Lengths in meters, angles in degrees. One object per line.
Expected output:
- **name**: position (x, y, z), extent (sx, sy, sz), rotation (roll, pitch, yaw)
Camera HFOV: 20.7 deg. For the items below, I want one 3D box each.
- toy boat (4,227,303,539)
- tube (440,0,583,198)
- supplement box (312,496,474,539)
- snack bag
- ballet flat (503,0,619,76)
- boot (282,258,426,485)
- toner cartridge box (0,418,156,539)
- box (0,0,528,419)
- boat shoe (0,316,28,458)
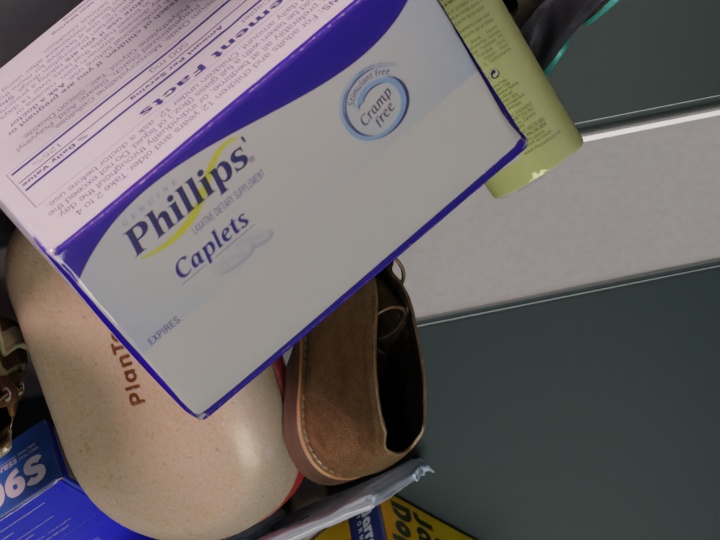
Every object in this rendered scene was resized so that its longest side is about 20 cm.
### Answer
- **toy boat**: position (-0.091, 0.038, 1.029), extent (0.130, 0.131, 0.201), rotation (-16, 95, 25)
- **tube**: position (0.032, -0.130, 0.911), extent (0.058, 0.052, 0.201), rotation (-38, 99, -23)
- **supplement box**: position (-0.012, 0.251, 1.239), extent (0.109, 0.109, 0.200), rotation (32, 118, -33)
- **snack bag**: position (-0.064, 0.151, 1.124), extent (0.199, 0.022, 0.189), rotation (-23, 175, 10)
- **ballet flat**: position (0.088, -0.137, 0.945), extent (0.073, 0.073, 0.200), rotation (21, 131, -27)
- **boot**: position (0.000, 0.000, 0.967), extent (0.073, 0.201, 0.075), rotation (2, 166, -33)
- **toner cartridge box**: position (-0.218, 0.165, 1.074), extent (0.199, 0.043, 0.095), rotation (-33, 141, 11)
- **box**: position (-0.062, -0.060, 0.849), extent (0.184, 0.200, 0.105), rotation (-40, 120, -7)
- **boat shoe**: position (-0.204, 0.063, 0.989), extent (0.074, 0.075, 0.202), rotation (-12, 172, -4)
